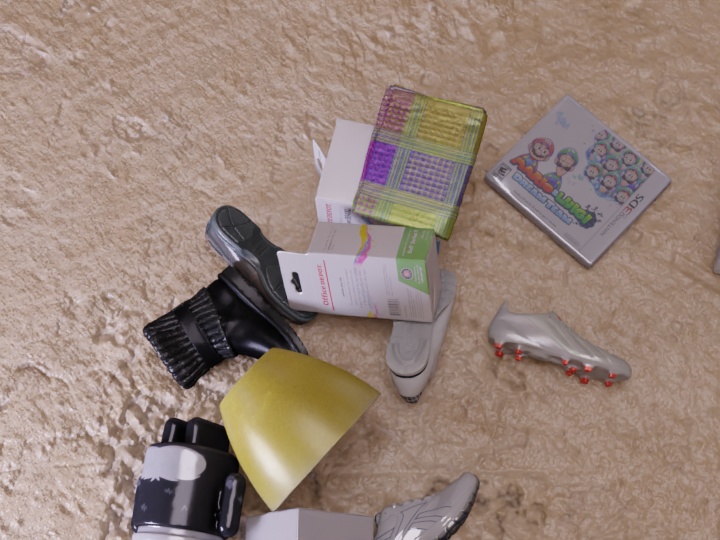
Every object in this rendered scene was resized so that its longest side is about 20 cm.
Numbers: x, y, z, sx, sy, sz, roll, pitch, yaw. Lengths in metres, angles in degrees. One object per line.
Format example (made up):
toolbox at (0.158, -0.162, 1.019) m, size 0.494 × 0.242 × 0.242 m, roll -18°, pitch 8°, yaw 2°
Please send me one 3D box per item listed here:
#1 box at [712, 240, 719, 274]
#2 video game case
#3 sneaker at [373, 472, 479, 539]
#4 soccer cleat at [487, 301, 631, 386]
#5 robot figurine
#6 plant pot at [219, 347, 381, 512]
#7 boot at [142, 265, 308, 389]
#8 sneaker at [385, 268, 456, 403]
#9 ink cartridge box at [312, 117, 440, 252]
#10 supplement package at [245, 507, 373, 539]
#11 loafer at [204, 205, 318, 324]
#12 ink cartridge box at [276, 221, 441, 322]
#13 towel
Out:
box at (0.608, -0.083, 1.715) m, size 0.198 × 0.171 × 0.201 m, roll 16°, pitch 71°, yaw 7°
video game case at (0.309, -0.130, 1.814) m, size 0.200 × 0.024 × 0.182 m, roll 42°, pitch 76°, yaw 14°
sneaker at (0.070, 0.323, 1.625) m, size 0.200 × 0.075 × 0.087 m, roll -41°, pitch 70°, yaw -13°
soccer cleat at (0.271, 0.096, 1.713) m, size 0.199 × 0.069 × 0.078 m, roll 16°, pitch 68°, yaw 9°
robot figurine at (-0.220, 0.291, 1.620) m, size 0.124 × 0.150 × 0.201 m, roll 11°, pitch 71°, yaw -12°
plant pot at (-0.092, 0.181, 1.603) m, size 0.142 × 0.200 × 0.200 m, roll 43°, pitch 76°, yaw 5°
boot at (-0.174, 0.112, 1.705) m, size 0.158 × 0.079 × 0.211 m, roll -40°, pitch 70°, yaw -15°
sneaker at (0.083, 0.083, 1.721) m, size 0.076 × 0.081 × 0.200 m, roll 7°, pitch 49°, yaw 23°
ink cartridge box at (0.025, -0.115, 1.757) m, size 0.199 × 0.129 × 0.126 m, roll 12°, pitch 71°, yaw 6°
supplement package at (-0.065, 0.400, 1.555) m, size 0.119 × 0.121 × 0.201 m, roll 14°, pitch 68°, yaw -34°
loafer at (-0.137, -0.002, 1.761) m, size 0.200 × 0.063 × 0.072 m, roll 49°, pitch 50°, yaw 2°
ink cartridge box at (0.000, 0.000, 1.679) m, size 0.199 × 0.117 × 0.067 m, roll 4°, pitch 45°, yaw 14°
towel at (0.079, -0.147, 1.688) m, size 0.143 × 0.023 × 0.201 m, roll 15°, pitch 72°, yaw 4°
